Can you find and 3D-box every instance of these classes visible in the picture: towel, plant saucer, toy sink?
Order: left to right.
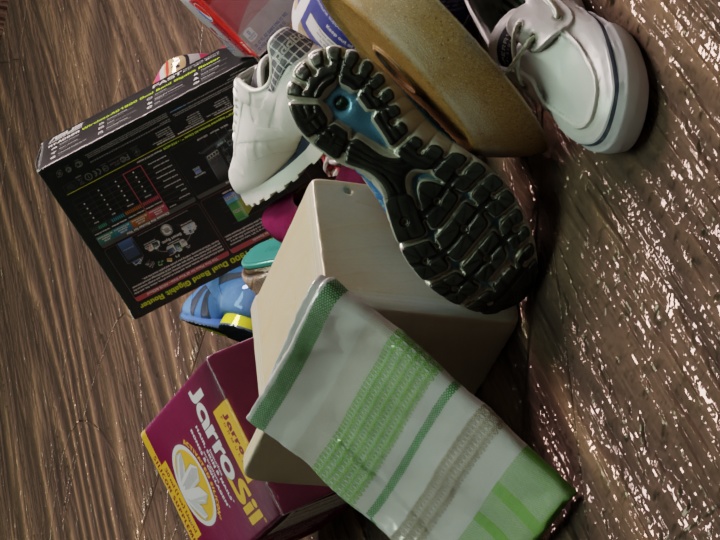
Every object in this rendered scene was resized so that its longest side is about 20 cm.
[{"bbox_3d":[0.003,0.044,1.452,0.200,0.130,0.112,115,154,-47],"label":"toy sink"},{"bbox_3d":[0.025,0.110,1.323,0.200,0.031,0.149,41,140,14],"label":"towel"},{"bbox_3d":[0.034,-0.134,1.342,0.035,0.200,0.200,-44,21,-3],"label":"plant saucer"}]

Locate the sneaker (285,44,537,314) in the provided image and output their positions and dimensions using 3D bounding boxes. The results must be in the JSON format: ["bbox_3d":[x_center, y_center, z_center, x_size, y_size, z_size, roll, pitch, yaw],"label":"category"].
[{"bbox_3d":[0.041,-0.062,1.361,0.078,0.200,0.090,-39,1,13],"label":"sneaker"}]

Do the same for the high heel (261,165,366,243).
[{"bbox_3d":[-0.011,-0.075,1.512,0.200,0.067,0.096,-11,116,43],"label":"high heel"}]

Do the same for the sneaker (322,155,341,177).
[{"bbox_3d":[-0.014,-0.105,1.618,0.074,0.087,0.200,158,116,-70],"label":"sneaker"}]

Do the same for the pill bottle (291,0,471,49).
[{"bbox_3d":[0.035,-0.216,1.465,0.200,0.116,0.116,121,150,-52],"label":"pill bottle"}]

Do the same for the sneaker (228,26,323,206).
[{"bbox_3d":[-0.055,-0.108,1.521,0.076,0.080,0.200,-49,5,-28],"label":"sneaker"}]

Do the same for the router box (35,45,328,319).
[{"bbox_3d":[-0.129,-0.073,1.699,0.150,0.200,0.062,60,-171,-24],"label":"router box"}]

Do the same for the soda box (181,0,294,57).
[{"bbox_3d":[-0.040,-0.250,1.616,0.200,0.070,0.063,-48,17,-8],"label":"soda box"}]

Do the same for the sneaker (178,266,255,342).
[{"bbox_3d":[-0.102,0.021,1.893,0.200,0.066,0.078,174,113,-71],"label":"sneaker"}]

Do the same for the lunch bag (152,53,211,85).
[{"bbox_3d":[-0.126,-0.104,1.811,0.200,0.176,0.082,125,147,-56],"label":"lunch bag"}]

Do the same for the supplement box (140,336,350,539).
[{"bbox_3d":[-0.071,0.133,1.618,0.131,0.103,0.200,63,153,12],"label":"supplement box"}]

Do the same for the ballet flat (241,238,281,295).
[{"bbox_3d":[0.000,0.000,1.559,0.200,0.068,0.067,-8,117,47],"label":"ballet flat"}]

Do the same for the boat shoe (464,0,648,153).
[{"bbox_3d":[0.107,-0.127,1.294,0.200,0.067,0.074,-119,39,-60],"label":"boat shoe"}]
